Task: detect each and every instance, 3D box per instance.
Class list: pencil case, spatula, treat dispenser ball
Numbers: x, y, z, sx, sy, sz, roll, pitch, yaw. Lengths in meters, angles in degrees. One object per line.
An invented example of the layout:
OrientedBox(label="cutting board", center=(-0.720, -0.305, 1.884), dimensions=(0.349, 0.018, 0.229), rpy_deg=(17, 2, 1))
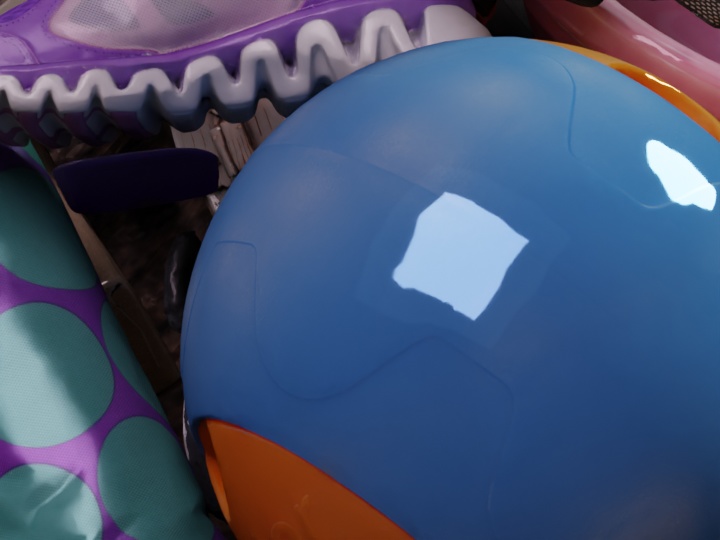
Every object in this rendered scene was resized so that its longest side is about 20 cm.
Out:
OrientedBox(label="pencil case", center=(-0.121, 0.042, 0.937), dimensions=(0.092, 0.085, 0.200), rpy_deg=(-24, 70, -16))
OrientedBox(label="spatula", center=(-0.080, -0.034, 1.011), dimensions=(0.056, 0.200, 0.021), rpy_deg=(-8, 93, -2))
OrientedBox(label="treat dispenser ball", center=(0.044, 0.027, 0.851), dimensions=(0.200, 0.201, 0.201), rpy_deg=(-10, 51, 12))

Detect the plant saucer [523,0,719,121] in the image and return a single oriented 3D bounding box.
OrientedBox(label="plant saucer", center=(0.139, -0.094, 0.994), dimensions=(0.200, 0.051, 0.201), rpy_deg=(15, 35, -11))

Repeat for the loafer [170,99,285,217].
OrientedBox(label="loafer", center=(-0.055, -0.096, 1.058), dimensions=(0.072, 0.063, 0.201), rpy_deg=(-15, 77, 29))

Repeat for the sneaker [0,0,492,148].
OrientedBox(label="sneaker", center=(-0.058, -0.093, 0.918), dimensions=(0.199, 0.080, 0.089), rpy_deg=(-8, 87, -6))

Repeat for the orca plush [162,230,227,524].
OrientedBox(label="orca plush", center=(0.000, 0.000, 0.982), dimensions=(0.071, 0.105, 0.200), rpy_deg=(-18, 27, 44))

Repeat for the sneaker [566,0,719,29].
OrientedBox(label="sneaker", center=(0.083, -0.137, 0.922), dimensions=(0.140, 0.078, 0.200), rpy_deg=(45, 38, 13))

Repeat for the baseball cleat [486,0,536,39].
OrientedBox(label="baseball cleat", center=(0.015, -0.095, 1.092), dimensions=(0.200, 0.070, 0.107), rpy_deg=(33, 83, 40))

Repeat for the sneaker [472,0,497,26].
OrientedBox(label="sneaker", center=(-0.011, -0.147, 1.030), dimensions=(0.078, 0.082, 0.201), rpy_deg=(-5, 58, -19))

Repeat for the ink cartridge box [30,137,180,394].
OrientedBox(label="ink cartridge box", center=(-0.195, 0.022, 1.060), dimensions=(0.200, 0.075, 0.165), rpy_deg=(-32, 52, -5))

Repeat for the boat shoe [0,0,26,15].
OrientedBox(label="boat shoe", center=(-0.104, -0.091, 1.070), dimensions=(0.072, 0.063, 0.200), rpy_deg=(-26, 16, 18))
